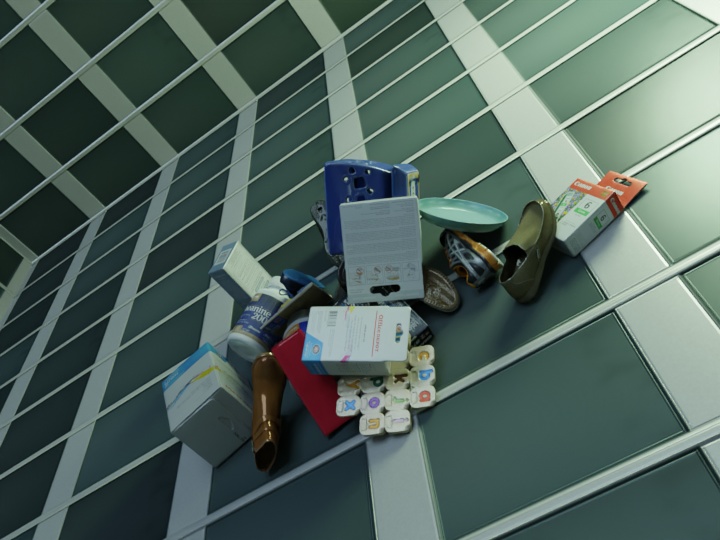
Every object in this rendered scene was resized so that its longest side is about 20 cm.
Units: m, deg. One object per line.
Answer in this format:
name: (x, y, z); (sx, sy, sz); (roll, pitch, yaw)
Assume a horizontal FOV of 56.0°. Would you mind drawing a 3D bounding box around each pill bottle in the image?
pill bottle: (-0.108, 0.171, 1.444); (0.112, 0.112, 0.201); (-35, 32, 8)
pill bottle: (-0.228, 0.116, 1.646); (0.110, 0.111, 0.201); (-6, 45, 44)

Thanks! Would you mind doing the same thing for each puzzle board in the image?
puzzle board: (-0.144, 0.092, 1.544); (0.150, 0.200, 0.017); (-40, 75, 1)

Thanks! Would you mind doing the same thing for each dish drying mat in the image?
dish drying mat: (-0.092, 0.216, 1.320); (0.076, 0.201, 0.018); (-34, -7, -1)

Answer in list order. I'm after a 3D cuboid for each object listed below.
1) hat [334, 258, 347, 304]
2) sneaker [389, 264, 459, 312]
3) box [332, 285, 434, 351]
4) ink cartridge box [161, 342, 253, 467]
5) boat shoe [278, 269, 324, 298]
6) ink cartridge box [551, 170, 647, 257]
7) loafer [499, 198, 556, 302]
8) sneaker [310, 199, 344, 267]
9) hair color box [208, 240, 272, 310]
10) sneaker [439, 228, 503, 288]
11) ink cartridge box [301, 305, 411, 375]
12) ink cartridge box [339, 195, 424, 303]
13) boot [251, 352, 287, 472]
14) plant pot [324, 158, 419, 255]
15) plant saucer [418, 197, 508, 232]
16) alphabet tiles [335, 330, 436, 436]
hat: (0.000, 0.000, 1.571); (0.199, 0.081, 0.202); (-29, 32, 20)
sneaker: (0.125, 0.041, 1.412); (0.199, 0.113, 0.071); (33, 71, 27)
box: (0.028, 0.115, 1.369); (0.159, 0.046, 0.200); (-42, 51, -4)
ink cartridge box: (-0.329, 0.293, 1.499); (0.146, 0.147, 0.200); (-41, 30, -1)
boat shoe: (-0.139, 0.050, 1.601); (0.084, 0.200, 0.069); (39, 94, 24)
ink cartridge box: (0.430, -0.124, 1.283); (0.200, 0.050, 0.109); (-44, 30, -2)
loafer: (0.306, -0.044, 1.246); (0.076, 0.067, 0.202); (-12, 60, 57)
sneaker: (-0.062, -0.082, 1.764); (0.076, 0.114, 0.201); (-31, 59, 6)
hair color box: (-0.286, 0.032, 1.728); (0.060, 0.200, 0.100); (-16, 38, 35)
sneaker: (0.209, -0.030, 1.389); (0.077, 0.078, 0.200); (-51, 28, 3)
ink cartridge box: (-0.001, 0.132, 1.270); (0.197, 0.068, 0.116); (-1, 58, 15)
ink cartridge box: (0.045, -0.042, 1.368); (0.160, 0.203, 0.057); (-5, 5, 10)
boot: (-0.182, 0.280, 1.342); (0.073, 0.202, 0.155); (0, 30, -5)
plant pot: (0.034, -0.144, 1.483); (0.177, 0.203, 0.200); (0, 9, 15)
plant saucer: (0.211, -0.116, 1.435); (0.197, 0.028, 0.200); (6, 19, -2)
alphabet tiles: (0.047, 0.207, 1.259); (0.193, 0.015, 0.202); (-12, 54, 20)
